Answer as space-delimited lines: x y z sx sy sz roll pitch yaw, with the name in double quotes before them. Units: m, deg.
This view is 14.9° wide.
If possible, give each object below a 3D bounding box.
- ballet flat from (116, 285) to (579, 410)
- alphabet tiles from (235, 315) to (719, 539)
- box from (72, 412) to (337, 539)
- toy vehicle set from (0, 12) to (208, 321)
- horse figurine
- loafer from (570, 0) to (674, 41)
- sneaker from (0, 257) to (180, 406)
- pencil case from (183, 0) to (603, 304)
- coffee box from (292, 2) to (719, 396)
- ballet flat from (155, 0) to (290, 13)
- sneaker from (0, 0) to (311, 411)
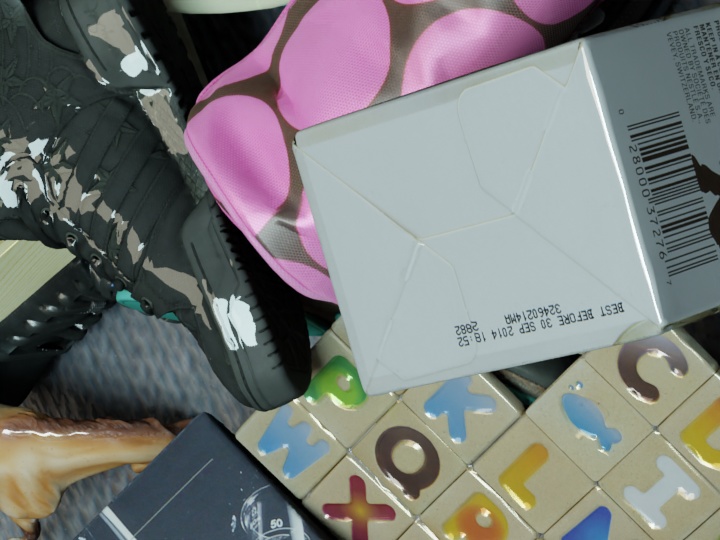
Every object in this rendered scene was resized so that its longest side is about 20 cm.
"ballet flat" 0.000 0.000 0.973 0.199 0.068 0.069 15 83 24
"alphabet tiles" 0.070 0.079 0.919 0.200 0.008 0.167 44 128 3
"box" -0.055 0.192 0.985 0.200 0.104 0.182 -45 60 -2
"toy vehicle set" -0.132 -0.093 1.049 0.124 0.026 0.201 -39 51 20
"horse figurine" -0.177 0.065 1.107 0.132 0.199 0.050 -33 38 56
"loafer" 0.031 -0.082 0.934 0.200 0.063 0.072 -30 78 45
"sneaker" -0.111 0.006 1.090 0.112 0.073 0.201 44 126 30
"pencil case" 0.022 -0.089 0.852 0.094 0.091 0.200 39 104 8
"coffee box" 0.094 -0.033 0.784 0.113 0.199 0.080 -15 92 45
"ballet flat" -0.085 -0.128 0.970 0.199 0.069 0.070 -2 99 20
"sneaker" -0.098 -0.029 0.942 0.104 0.060 0.201 -26 80 13
